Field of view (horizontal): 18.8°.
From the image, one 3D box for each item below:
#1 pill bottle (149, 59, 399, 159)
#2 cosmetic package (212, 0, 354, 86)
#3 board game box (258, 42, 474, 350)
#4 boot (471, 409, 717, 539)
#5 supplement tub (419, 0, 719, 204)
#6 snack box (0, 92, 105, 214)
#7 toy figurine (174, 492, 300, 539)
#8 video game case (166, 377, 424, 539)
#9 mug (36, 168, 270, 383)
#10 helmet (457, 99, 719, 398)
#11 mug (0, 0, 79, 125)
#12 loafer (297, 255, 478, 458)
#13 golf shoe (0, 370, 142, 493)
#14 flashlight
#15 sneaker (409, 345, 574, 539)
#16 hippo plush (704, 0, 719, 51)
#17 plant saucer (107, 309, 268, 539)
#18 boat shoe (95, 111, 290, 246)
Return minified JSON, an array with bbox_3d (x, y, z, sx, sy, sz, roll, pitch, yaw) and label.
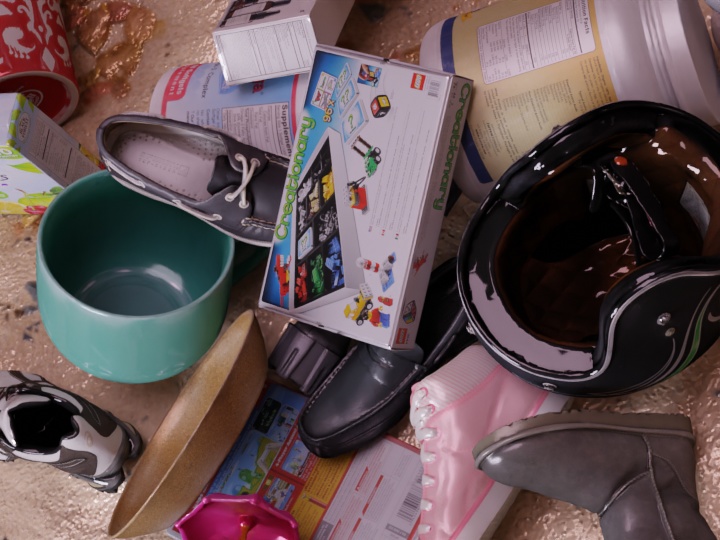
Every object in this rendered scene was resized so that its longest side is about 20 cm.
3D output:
[{"bbox_3d":[-0.059,-0.117,1.725,0.198,0.109,0.110,-4,65,23],"label":"pill bottle"},{"bbox_3d":[-0.054,-0.214,1.734,0.082,0.051,0.200,-7,27,14],"label":"cosmetic package"},{"bbox_3d":[0.002,-0.055,1.582,0.125,0.034,0.202,17,97,34],"label":"board game box"},{"bbox_3d":[0.177,0.195,1.461,0.180,0.073,0.202,-2,64,-15],"label":"boot"},{"bbox_3d":[0.157,-0.140,1.611,0.198,0.144,0.146,-15,61,18],"label":"supplement tub"},{"bbox_3d":[-0.336,-0.096,1.827,0.198,0.142,0.053,1,67,26],"label":"snack box"},{"bbox_3d":[-0.085,0.239,1.532,0.199,0.151,0.184,-14,39,-29],"label":"toy figurine"},{"bbox_3d":[-0.037,0.175,1.634,0.199,0.017,0.144,23,79,31],"label":"video game case"},{"bbox_3d":[-0.162,0.014,1.704,0.183,0.115,0.153,8,51,-3],"label":"mug"},{"bbox_3d":[0.171,-0.006,1.514,0.191,0.198,0.201,-53,44,46],"label":"helmet"},{"bbox_3d":[-0.322,-0.211,1.908,0.132,0.178,0.201,-9,61,-20],"label":"mug"},{"bbox_3d":[0.028,0.057,1.615,0.200,0.070,0.068,-41,55,-4],"label":"loafer"},{"bbox_3d":[-0.269,0.113,1.730,0.199,0.094,0.078,11,73,31],"label":"golf shoe"},{"bbox_3d":[0.000,0.000,1.647,0.201,0.067,0.068,-56,22,-1],"label":"flashlight"},{"bbox_3d":[0.061,0.143,1.552,0.104,0.075,0.201,31,74,9],"label":"sneaker"},{"bbox_3d":[0.328,-0.197,1.545,0.199,0.161,0.160,-34,57,8],"label":"hippo plush"},{"bbox_3d":[-0.122,0.123,1.629,0.035,0.200,0.201,33,82,-9],"label":"plant saucer"},{"bbox_3d":[-0.108,-0.073,1.651,0.199,0.060,0.074,22,83,10],"label":"boat shoe"}]
